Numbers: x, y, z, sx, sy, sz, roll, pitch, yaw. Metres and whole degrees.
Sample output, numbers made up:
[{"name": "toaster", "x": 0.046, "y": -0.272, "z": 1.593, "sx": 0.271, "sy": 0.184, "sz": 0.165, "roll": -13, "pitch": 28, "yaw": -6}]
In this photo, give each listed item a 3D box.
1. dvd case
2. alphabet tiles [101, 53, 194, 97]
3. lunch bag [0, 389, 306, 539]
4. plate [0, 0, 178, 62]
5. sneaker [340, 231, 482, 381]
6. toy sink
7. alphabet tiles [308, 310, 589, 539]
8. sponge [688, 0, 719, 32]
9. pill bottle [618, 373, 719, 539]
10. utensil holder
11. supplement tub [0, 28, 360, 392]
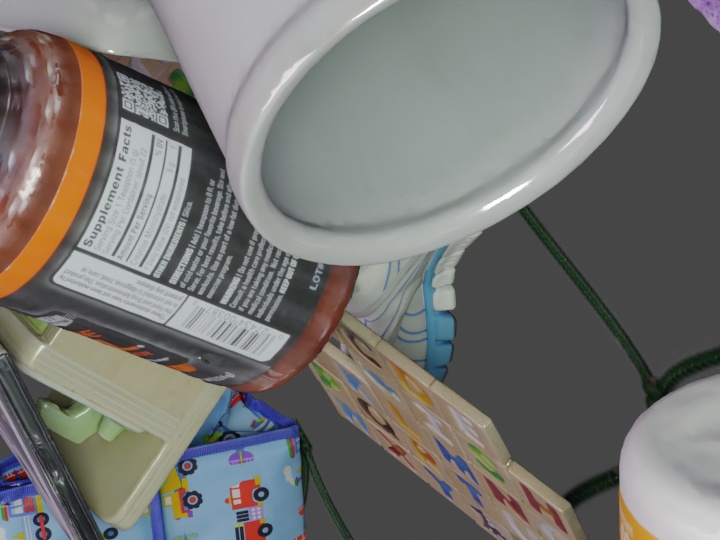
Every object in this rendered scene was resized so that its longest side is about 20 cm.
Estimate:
[{"name": "dvd case", "x": -0.201, "y": 0.054, "z": 1.124, "sx": 0.200, "sy": 0.016, "sz": 0.149, "roll": 42, "pitch": 157, "yaw": 50}, {"name": "alphabet tiles", "x": -0.084, "y": -0.078, "z": 1.044, "sx": 0.200, "sy": 0.166, "sz": 0.006, "roll": 50, "pitch": -179, "yaw": 43}, {"name": "lunch bag", "x": -0.138, "y": 0.162, "z": 1.239, "sx": 0.094, "sy": 0.200, "sz": 0.151, "roll": 39, "pitch": 139, "yaw": 53}, {"name": "plate", "x": -0.104, "y": -0.120, "z": 0.954, "sx": 0.200, "sy": 0.199, "sz": 0.032, "roll": 18, "pitch": 102, "yaw": 39}, {"name": "sneaker", "x": 0.000, "y": 0.000, "z": 0.979, "sx": 0.075, "sy": 0.087, "sz": 0.200, "roll": 56, "pitch": 152, "yaw": 32}, {"name": "toy sink", "x": -0.135, "y": 0.012, "z": 1.121, "sx": 0.200, "sy": 0.112, "sz": 0.130, "roll": -56, "pitch": 35, "yaw": 2}, {"name": "alphabet tiles", "x": 0.032, "y": 0.074, "z": 0.944, "sx": 0.200, "sy": 0.008, "sz": 0.167, "roll": 37, "pitch": 165, "yaw": 35}, {"name": "sponge", "x": 0.172, "y": -0.066, "z": 0.630, "sx": 0.200, "sy": 0.030, "sz": 0.112, "roll": 57, "pitch": 151, "yaw": 34}, {"name": "pill bottle", "x": 0.146, "y": 0.143, "z": 0.711, "sx": 0.116, "sy": 0.116, "sz": 0.200, "roll": 35, "pitch": 135, "yaw": 55}, {"name": "utensil holder", "x": -0.007, "y": -0.130, "z": 0.811, "sx": 0.200, "sy": 0.170, "sz": 0.170, "roll": 61, "pitch": 153, "yaw": 30}, {"name": "supplement tub", "x": -0.103, "y": -0.028, "z": 0.833, "sx": 0.107, "sy": 0.200, "sz": 0.107, "roll": -31, "pitch": 47, "yaw": 41}]
